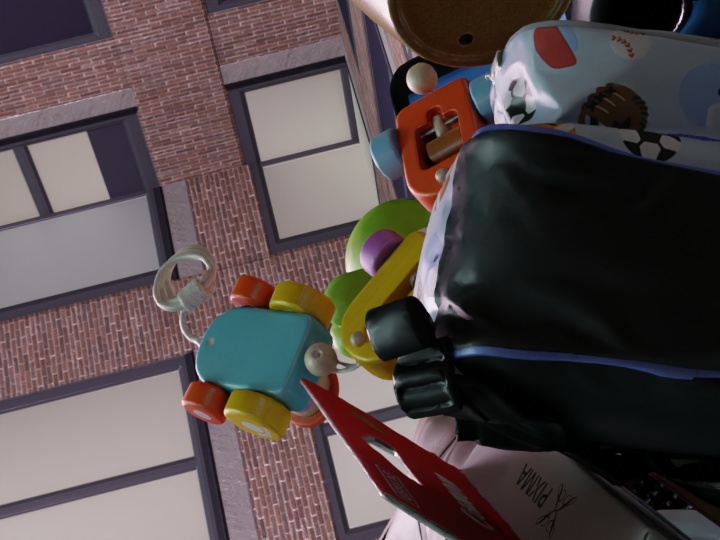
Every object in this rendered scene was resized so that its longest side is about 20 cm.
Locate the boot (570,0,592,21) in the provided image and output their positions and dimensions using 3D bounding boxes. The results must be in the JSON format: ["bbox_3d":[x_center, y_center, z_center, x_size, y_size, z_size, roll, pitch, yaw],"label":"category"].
[{"bbox_3d":[0.121,-0.142,0.766,0.201,0.077,0.139,96,170,-49],"label":"boot"}]

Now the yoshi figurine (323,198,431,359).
[{"bbox_3d":[0.074,-0.015,0.872,0.112,0.198,0.113,93,162,-85],"label":"yoshi figurine"}]

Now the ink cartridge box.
[{"bbox_3d":[0.072,0.092,0.671,0.176,0.045,0.200,35,-179,-13],"label":"ink cartridge box"}]

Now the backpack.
[{"bbox_3d":[0.100,0.006,0.588,0.191,0.198,0.155,113,169,-73],"label":"backpack"}]

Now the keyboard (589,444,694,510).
[{"bbox_3d":[0.112,0.150,0.900,0.104,0.040,0.201,47,139,17],"label":"keyboard"}]

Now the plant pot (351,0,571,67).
[{"bbox_3d":[0.038,-0.198,0.864,0.187,0.185,0.201,79,175,-46],"label":"plant pot"}]

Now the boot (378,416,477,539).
[{"bbox_3d":[0.048,0.162,0.885,0.200,0.064,0.188,-147,63,-82],"label":"boot"}]

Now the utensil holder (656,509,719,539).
[{"bbox_3d":[0.155,0.239,0.831,0.201,0.168,0.171,76,179,-52],"label":"utensil holder"}]

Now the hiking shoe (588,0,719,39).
[{"bbox_3d":[0.122,-0.097,0.632,0.200,0.086,0.075,82,174,-65],"label":"hiking shoe"}]

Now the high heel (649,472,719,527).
[{"bbox_3d":[0.166,0.120,0.699,0.068,0.095,0.201,80,176,-55],"label":"high heel"}]

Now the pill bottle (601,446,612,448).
[{"bbox_3d":[0.137,0.123,0.991,0.200,0.105,0.107,18,123,65],"label":"pill bottle"}]

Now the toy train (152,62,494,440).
[{"bbox_3d":[0.000,0.000,0.808,0.056,0.199,0.151,42,-156,-43],"label":"toy train"}]

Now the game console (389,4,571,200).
[{"bbox_3d":[0.092,-0.080,1.050,0.173,0.118,0.202,83,172,-72],"label":"game console"}]
